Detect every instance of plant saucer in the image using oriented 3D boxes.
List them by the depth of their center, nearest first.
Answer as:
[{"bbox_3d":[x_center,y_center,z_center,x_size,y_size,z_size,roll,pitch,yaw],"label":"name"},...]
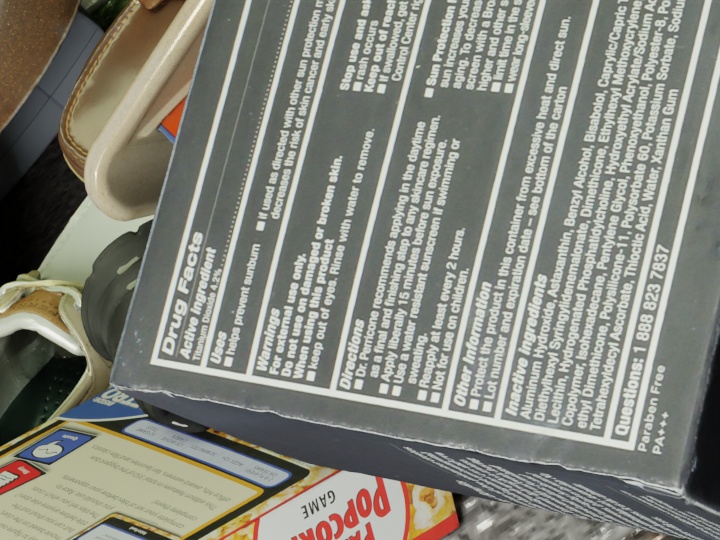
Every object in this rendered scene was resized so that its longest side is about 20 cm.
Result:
[{"bbox_3d":[-0.212,-0.086,1.147,0.200,0.034,0.200,-37,27,22],"label":"plant saucer"}]

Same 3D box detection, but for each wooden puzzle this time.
[{"bbox_3d":[-0.001,-0.106,0.904,0.046,0.185,0.200,38,113,16],"label":"wooden puzzle"}]

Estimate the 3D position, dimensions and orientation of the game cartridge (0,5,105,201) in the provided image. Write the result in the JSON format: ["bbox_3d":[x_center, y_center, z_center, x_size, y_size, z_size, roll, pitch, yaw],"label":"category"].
[{"bbox_3d":[-0.213,-0.066,1.216,0.200,0.041,0.133,-47,32,3],"label":"game cartridge"}]

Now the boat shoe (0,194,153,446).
[{"bbox_3d":[-0.116,0.033,0.985,0.075,0.068,0.200,0,59,29],"label":"boat shoe"}]

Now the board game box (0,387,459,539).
[{"bbox_3d":[-0.090,0.098,0.844,0.200,0.046,0.151,-28,24,-31],"label":"board game box"}]

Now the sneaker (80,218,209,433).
[{"bbox_3d":[0.000,0.000,0.879,0.200,0.076,0.091,-30,36,-1],"label":"sneaker"}]

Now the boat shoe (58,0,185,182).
[{"bbox_3d":[-0.064,-0.122,1.059,0.072,0.068,0.200,40,85,21],"label":"boat shoe"}]

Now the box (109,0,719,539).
[{"bbox_3d":[0.056,-0.032,0.735,0.198,0.123,0.200,9,79,34],"label":"box"}]
